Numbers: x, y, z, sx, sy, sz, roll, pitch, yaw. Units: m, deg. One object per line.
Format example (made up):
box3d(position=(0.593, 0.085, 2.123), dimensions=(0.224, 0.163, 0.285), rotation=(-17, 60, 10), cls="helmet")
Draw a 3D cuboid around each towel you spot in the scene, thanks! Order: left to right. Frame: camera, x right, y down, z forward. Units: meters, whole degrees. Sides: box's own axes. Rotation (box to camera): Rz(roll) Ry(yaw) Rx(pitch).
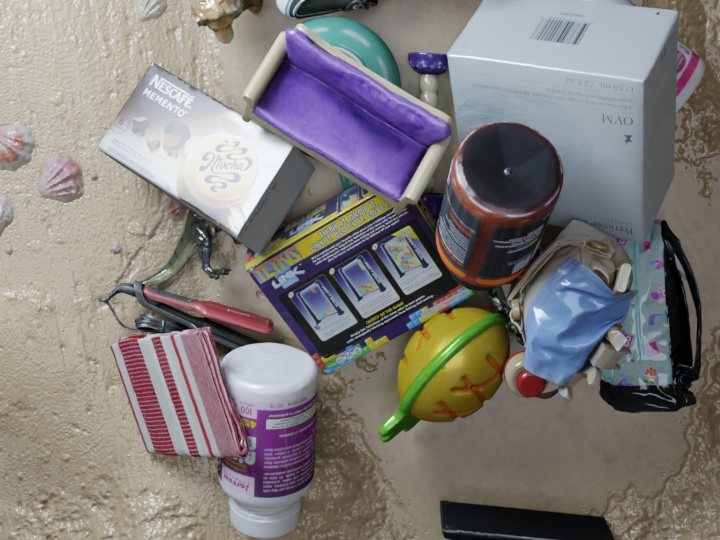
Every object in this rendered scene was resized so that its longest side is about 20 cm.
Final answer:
box3d(position=(-0.203, 0.138, 1.299), dimensions=(0.023, 0.199, 0.146), rotation=(-23, 99, -39), cls="towel")

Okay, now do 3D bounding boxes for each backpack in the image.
box3d(position=(0.299, 0.046, 1.274), dimensions=(0.125, 0.167, 0.202), rotation=(-6, 92, 7), cls="backpack")

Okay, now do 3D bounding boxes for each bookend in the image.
box3d(position=(0.181, 0.384, 1.353), dimensions=(0.198, 0.092, 0.201), rotation=(6, 99, 1), cls="bookend")

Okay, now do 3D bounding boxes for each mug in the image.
box3d(position=(-0.020, -0.185, 1.265), dimensions=(0.185, 0.114, 0.152), rotation=(43, 97, -4), cls="mug")

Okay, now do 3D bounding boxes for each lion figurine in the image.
box3d(position=(-0.092, -0.322, 1.243), dimensions=(0.199, 0.123, 0.073), rotation=(-37, 96, 6), cls="lion figurine")

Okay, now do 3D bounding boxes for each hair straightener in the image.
box3d(position=(-0.202, 0.067, 1.334), dimensions=(0.198, 0.041, 0.078), rotation=(15, 113, -11), cls="hair straightener")

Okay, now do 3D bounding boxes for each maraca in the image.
box3d(position=(0.089, 0.119, 1.286), dimensions=(0.107, 0.137, 0.200), rotation=(50, 123, 20), cls="maraca")

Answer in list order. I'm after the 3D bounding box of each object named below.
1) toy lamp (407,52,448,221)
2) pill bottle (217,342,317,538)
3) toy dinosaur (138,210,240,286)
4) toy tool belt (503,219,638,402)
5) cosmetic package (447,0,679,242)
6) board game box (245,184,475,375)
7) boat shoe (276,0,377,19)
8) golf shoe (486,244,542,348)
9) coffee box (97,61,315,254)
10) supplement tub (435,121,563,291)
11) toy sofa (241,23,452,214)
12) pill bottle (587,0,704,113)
box3d(position=(0.074, -0.137, 1.300), dimensions=(0.057, 0.058, 0.202), rotation=(4, 97, 1), cls="toy lamp")
box3d(position=(-0.105, 0.193, 1.313), dimensions=(0.111, 0.112, 0.202), rotation=(3, 113, 1), cls="pill bottle")
box3d(position=(-0.170, -0.040, 1.325), dimensions=(0.088, 0.047, 0.201), rotation=(35, 100, 14), cls="toy dinosaur")
box3d(position=(0.205, 0.060, 1.162), dimensions=(0.124, 0.123, 0.201), rotation=(20, 110, -13), cls="toy tool belt")
box3d(position=(0.208, -0.155, 1.184), dimensions=(0.198, 0.123, 0.201), rotation=(13, 139, 26), cls="cosmetic package")
box3d(position=(0.000, 0.000, 1.283), dimensions=(0.199, 0.057, 0.166), rotation=(-28, 115, 14), cls="board game box")
box3d(position=(0.007, -0.310, 1.241), dimensions=(0.199, 0.069, 0.057), rotation=(-27, 69, -16), cls="boat shoe")
box3d(position=(0.175, 0.003, 1.309), dimensions=(0.088, 0.077, 0.201), rotation=(-30, 97, -2), cls="golf shoe")
box3d(position=(-0.165, -0.120, 1.252), dimensions=(0.199, 0.080, 0.114), rotation=(32, 87, 20), cls="coffee box")
box3d(position=(0.129, -0.052, 1.151), dimensions=(0.106, 0.200, 0.108), rotation=(2, 64, -3), cls="supplement tub")
box3d(position=(-0.014, -0.147, 1.152), dimensions=(0.199, 0.098, 0.083), rotation=(31, 74, -4), cls="toy sofa")
box3d(position=(0.256, -0.237, 1.251), dimensions=(0.199, 0.113, 0.114), rotation=(37, 97, -4), cls="pill bottle")
